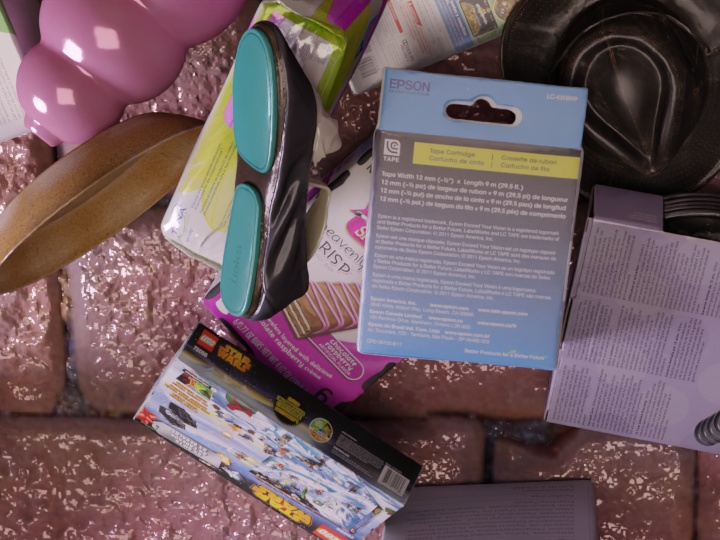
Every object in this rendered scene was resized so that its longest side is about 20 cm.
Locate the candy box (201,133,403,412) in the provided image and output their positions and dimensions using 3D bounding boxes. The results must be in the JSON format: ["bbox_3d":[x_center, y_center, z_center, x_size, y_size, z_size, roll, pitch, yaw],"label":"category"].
[{"bbox_3d":[0.000,0.000,1.331,0.200,0.061,0.136,-41,101,17],"label":"candy box"}]

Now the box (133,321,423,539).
[{"bbox_3d":[-0.065,0.130,1.357,0.199,0.040,0.137,34,148,-6],"label":"box"}]

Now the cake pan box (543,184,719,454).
[{"bbox_3d":[0.237,0.039,1.297,0.182,0.053,0.201,8,126,2],"label":"cake pan box"}]

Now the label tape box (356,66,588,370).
[{"bbox_3d":[0.076,-0.039,1.246,0.142,0.066,0.202,5,105,1],"label":"label tape box"}]

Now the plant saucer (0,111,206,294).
[{"bbox_3d":[-0.190,-0.055,1.269,0.200,0.200,0.036,-38,86,17],"label":"plant saucer"}]

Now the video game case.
[{"bbox_3d":[0.057,-0.226,1.269,0.198,0.018,0.144,-21,105,14],"label":"video game case"}]

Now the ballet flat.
[{"bbox_3d":[-0.049,-0.064,1.144,0.072,0.073,0.202,8,114,4],"label":"ballet flat"}]

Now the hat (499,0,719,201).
[{"bbox_3d":[0.190,-0.122,1.246,0.198,0.081,0.202,1,117,3],"label":"hat"}]

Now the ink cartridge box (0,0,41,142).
[{"bbox_3d":[-0.329,-0.150,1.305,0.198,0.084,0.147,-17,106,12],"label":"ink cartridge box"}]

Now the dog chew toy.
[{"bbox_3d":[-0.163,-0.173,1.238,0.124,0.125,0.201,36,88,-6],"label":"dog chew toy"}]

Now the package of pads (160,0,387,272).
[{"bbox_3d":[-0.057,-0.111,1.236,0.068,0.155,0.201,28,117,1],"label":"package of pads"}]

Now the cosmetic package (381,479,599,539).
[{"bbox_3d":[0.100,0.275,1.341,0.165,0.200,0.169,-3,108,8],"label":"cosmetic package"}]
